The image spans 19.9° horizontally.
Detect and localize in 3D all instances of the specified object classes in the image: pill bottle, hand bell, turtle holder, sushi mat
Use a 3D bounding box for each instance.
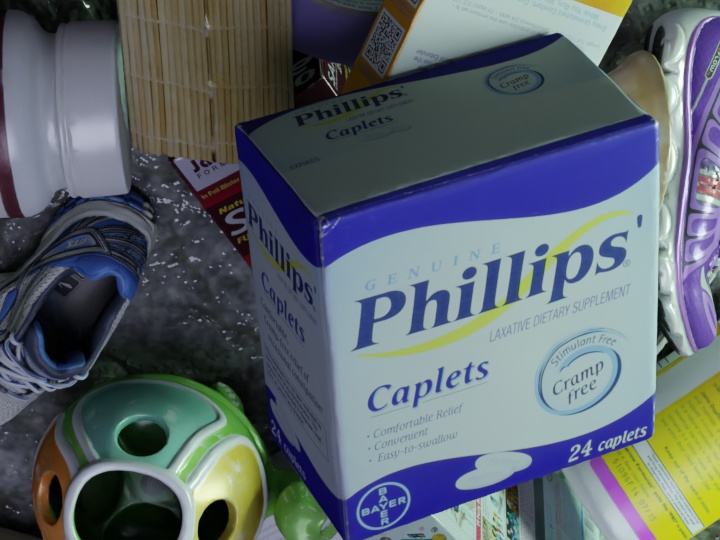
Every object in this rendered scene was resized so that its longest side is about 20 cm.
[{"bbox_3d":[-0.229,-0.084,1.130,0.198,0.115,0.115,-4,128,-3],"label":"pill bottle"},{"bbox_3d":[0.064,-0.073,1.148,0.198,0.105,0.105,0,128,-12],"label":"hand bell"},{"bbox_3d":[-0.116,0.147,1.268,0.185,0.132,0.142,34,97,-1],"label":"turtle holder"},{"bbox_3d":[-0.081,-0.131,1.072,0.095,0.012,0.201,6,138,4],"label":"sushi mat"},{"bbox_3d":[0.227,0.096,1.307,0.199,0.104,0.104,-34,124,5],"label":"pill bottle"}]

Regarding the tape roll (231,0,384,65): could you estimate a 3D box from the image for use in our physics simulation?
[{"bbox_3d":[0.011,-0.213,1.073,0.198,0.085,0.202,-2,128,-3],"label":"tape roll"}]

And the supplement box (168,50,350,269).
[{"bbox_3d":[-0.017,-0.035,1.222,0.108,0.061,0.200,-27,124,15],"label":"supplement box"}]

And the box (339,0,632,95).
[{"bbox_3d":[0.048,-0.082,1.069,0.118,0.042,0.201,13,116,-33],"label":"box"}]

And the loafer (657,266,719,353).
[{"bbox_3d":[0.186,0.006,1.267,0.069,0.070,0.201,19,123,-19],"label":"loafer"}]

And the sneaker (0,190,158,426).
[{"bbox_3d":[-0.198,0.038,1.246,0.077,0.086,0.200,27,121,-24],"label":"sneaker"}]

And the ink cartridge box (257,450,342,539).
[{"bbox_3d":[0.020,0.196,1.377,0.115,0.068,0.200,-30,117,26],"label":"ink cartridge box"}]

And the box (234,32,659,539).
[{"bbox_3d":[0.047,0.009,1.034,0.182,0.105,0.202,-17,126,-17],"label":"box"}]

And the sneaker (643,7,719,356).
[{"bbox_3d":[0.203,-0.048,1.182,0.082,0.081,0.202,2,103,0],"label":"sneaker"}]

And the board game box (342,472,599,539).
[{"bbox_3d":[0.075,0.165,1.303,0.064,0.148,0.200,-29,122,24],"label":"board game box"}]

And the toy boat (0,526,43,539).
[{"bbox_3d":[-0.247,0.257,1.380,0.198,0.131,0.131,17,124,-18],"label":"toy boat"}]

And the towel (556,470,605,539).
[{"bbox_3d":[0.137,0.158,1.405,0.198,0.031,0.150,6,126,-10],"label":"towel"}]
